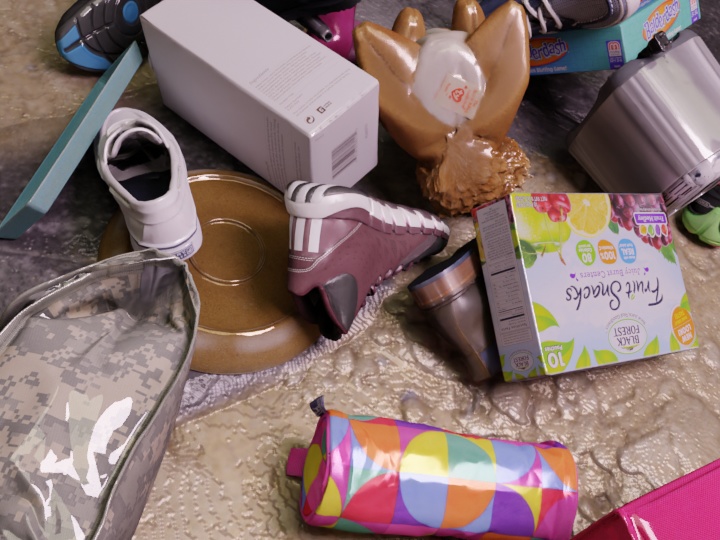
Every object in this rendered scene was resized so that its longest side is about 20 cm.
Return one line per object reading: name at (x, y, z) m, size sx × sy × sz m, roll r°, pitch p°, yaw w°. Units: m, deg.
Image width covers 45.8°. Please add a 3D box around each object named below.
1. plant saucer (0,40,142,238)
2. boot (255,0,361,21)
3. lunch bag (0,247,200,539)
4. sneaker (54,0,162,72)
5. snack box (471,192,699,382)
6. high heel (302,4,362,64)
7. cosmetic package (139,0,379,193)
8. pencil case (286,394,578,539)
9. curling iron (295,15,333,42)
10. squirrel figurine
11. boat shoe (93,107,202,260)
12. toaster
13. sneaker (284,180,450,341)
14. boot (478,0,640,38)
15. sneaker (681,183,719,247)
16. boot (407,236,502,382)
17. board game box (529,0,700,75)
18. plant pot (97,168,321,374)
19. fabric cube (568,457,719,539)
plant saucer at (-0.234, -0.108, 0.700) m, size 0.019 × 0.070 × 0.201 m, roll 38°, pitch 47°, yaw -26°
boot at (-0.103, -0.279, 0.755) m, size 0.197 × 0.162 × 0.074 m, roll -2°, pitch 77°, yaw 29°
lunch bag at (-0.171, 0.097, 0.508) m, size 0.117 × 0.164 × 0.201 m, roll 25°, pitch 51°, yaw -3°
sneaker at (-0.226, -0.255, 0.812) m, size 0.082 × 0.074 × 0.200 m, roll 18°, pitch 47°, yaw 22°
snack box at (0.191, 0.009, 0.711) m, size 0.199 × 0.053 × 0.143 m, roll -4°, pitch 81°, yaw -36°
high heel at (-0.038, -0.301, 0.894) m, size 0.096 × 0.067 × 0.201 m, roll 1°, pitch 58°, yaw -31°
cosmetic package at (-0.085, -0.151, 0.724) m, size 0.200 × 0.108 × 0.085 m, roll 39°, pitch 65°, yaw 20°
pencil case at (0.052, 0.148, 0.601) m, size 0.199 × 0.089 × 0.089 m, roll 12°, pitch 53°, yaw -12°
curling iron at (-0.086, -0.279, 0.863) m, size 0.049 × 0.026 × 0.200 m, roll 2°, pitch 38°, yaw -46°
squirrel figurine at (0.079, -0.143, 0.782) m, size 0.141 × 0.187 × 0.201 m, roll -15°, pitch 101°, yaw 1°
boat shoe at (-0.170, -0.088, 0.671) m, size 0.073 × 0.066 × 0.200 m, roll -22°, pitch 45°, yaw -17°
toaster at (0.287, -0.128, 0.800) m, size 0.113 × 0.200 × 0.130 m, roll -31°, pitch 79°, yaw -14°
sneaker at (0.000, 0.000, 0.691) m, size 0.200 × 0.075 × 0.116 m, roll 10°, pitch 89°, yaw -53°
boot at (0.167, -0.237, 0.785) m, size 0.090 × 0.200 × 0.073 m, roll -38°, pitch 112°, yaw -5°
sneaker at (0.411, -0.101, 0.897) m, size 0.077 × 0.084 × 0.200 m, roll 36°, pitch 53°, yaw 8°
boot at (0.124, 0.015, 0.744) m, size 0.200 × 0.075 × 0.097 m, roll -31°, pitch 94°, yaw -42°
board game box at (0.223, -0.248, 0.885) m, size 0.199 × 0.045 × 0.152 m, roll 9°, pitch 35°, yaw 46°
plant pot at (-0.110, -0.011, 0.693) m, size 0.199 × 0.028 × 0.201 m, roll 9°, pitch 54°, yaw -13°
fabric cube at (0.238, 0.228, 0.531) m, size 0.198 × 0.200 × 0.197 m, roll -15°, pitch 63°, yaw -26°
